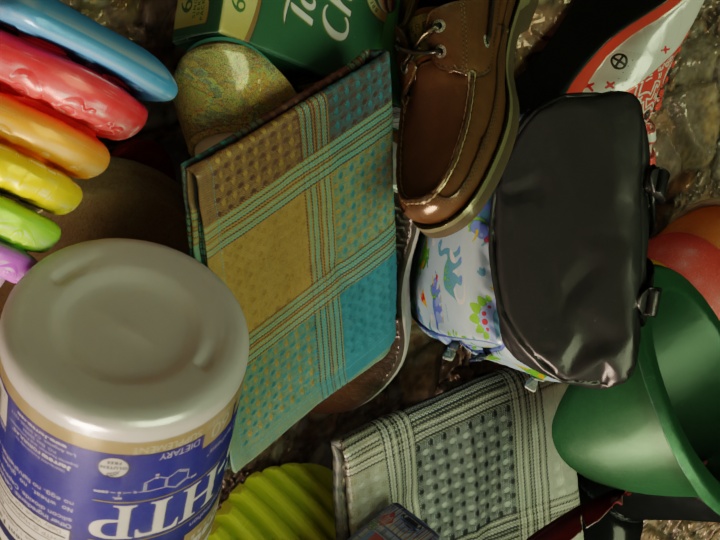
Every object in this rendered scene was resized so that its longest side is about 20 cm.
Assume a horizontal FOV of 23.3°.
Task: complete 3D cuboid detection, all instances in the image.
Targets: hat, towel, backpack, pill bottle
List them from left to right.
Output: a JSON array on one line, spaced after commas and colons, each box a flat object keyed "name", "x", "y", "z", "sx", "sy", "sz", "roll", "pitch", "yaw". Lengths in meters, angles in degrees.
[{"name": "pill bottle", "x": -0.127, "y": 0.093, "z": 0.883, "sx": 0.119, "sy": 0.120, "sz": 0.201, "roll": -20, "pitch": 145, "yaw": -29}, {"name": "towel", "x": -0.033, "y": -0.004, "z": 0.928, "sx": 0.146, "sy": 0.022, "sz": 0.201, "roll": -35, "pitch": 139, "yaw": -34}, {"name": "towel", "x": 0.068, "y": 0.171, "z": 1.129, "sx": 0.191, "sy": 0.034, "sz": 0.202, "roll": -19, "pitch": 114, "yaw": -34}, {"name": "backpack", "x": 0.098, "y": -0.013, "z": 1.024, "sx": 0.200, "sy": 0.152, "sz": 0.165, "roll": 14, "pitch": 78, "yaw": -83}, {"name": "hat", "x": 0.136, "y": 0.106, "z": 1.082, "sx": 0.175, "sy": 0.167, "sz": 0.200, "roll": -26, "pitch": 171, "yaw": 28}]

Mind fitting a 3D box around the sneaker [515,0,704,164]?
[{"name": "sneaker", "x": 0.173, "y": -0.124, "z": 1.135, "sx": 0.202, "sy": 0.067, "sz": 0.108, "roll": -48, "pitch": 133, "yaw": -4}]

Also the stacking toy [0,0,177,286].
[{"name": "stacking toy", "x": -0.181, "y": -0.033, "z": 0.845, "sx": 0.109, "sy": 0.116, "sz": 0.201, "roll": 26, "pitch": 84, "yaw": -41}]

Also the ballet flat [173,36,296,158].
[{"name": "ballet flat", "x": -0.056, "y": -0.047, "z": 0.943, "sx": 0.071, "sy": 0.071, "sz": 0.200, "roll": -41, "pitch": 156, "yaw": -14}]

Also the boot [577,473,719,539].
[{"name": "boot", "x": 0.183, "y": 0.185, "z": 1.215, "sx": 0.073, "sy": 0.198, "sz": 0.164, "roll": 9, "pitch": 99, "yaw": -41}]

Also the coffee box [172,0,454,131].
[{"name": "coffee box", "x": -0.009, "y": -0.155, "z": 0.961, "sx": 0.199, "sy": 0.044, "sz": 0.124, "roll": 18, "pitch": 76, "yaw": -42}]

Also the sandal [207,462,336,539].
[{"name": "sandal", "x": -0.082, "y": 0.189, "z": 1.097, "sx": 0.199, "sy": 0.080, "sz": 0.087, "roll": -25, "pitch": 161, "yaw": -34}]

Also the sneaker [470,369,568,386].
[{"name": "sneaker", "x": 0.078, "y": 0.161, "z": 1.206, "sx": 0.111, "sy": 0.073, "sz": 0.202, "roll": 8, "pitch": 98, "yaw": -37}]

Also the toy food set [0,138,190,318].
[{"name": "toy food set", "x": -0.158, "y": 0.025, "z": 0.960, "sx": 0.199, "sy": 0.049, "sz": 0.200, "roll": -3, "pitch": 113, "yaw": -37}]

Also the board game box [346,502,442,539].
[{"name": "board game box", "x": -0.026, "y": 0.274, "z": 1.047, "sx": 0.199, "sy": 0.062, "sz": 0.202, "roll": -23, "pitch": 114, "yaw": -20}]

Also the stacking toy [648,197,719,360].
[{"name": "stacking toy", "x": 0.195, "y": 0.033, "z": 1.169, "sx": 0.199, "sy": 0.146, "sz": 0.147, "roll": -10, "pitch": 118, "yaw": -38}]

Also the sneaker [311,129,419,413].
[{"name": "sneaker", "x": 0.000, "y": 0.000, "z": 1.061, "sx": 0.072, "sy": 0.085, "sz": 0.201, "roll": 10, "pitch": 131, "yaw": -10}]

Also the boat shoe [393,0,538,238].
[{"name": "boat shoe", "x": 0.045, "y": -0.115, "z": 0.936, "sx": 0.068, "sy": 0.072, "sz": 0.201, "roll": 38, "pitch": 51, "yaw": -38}]
